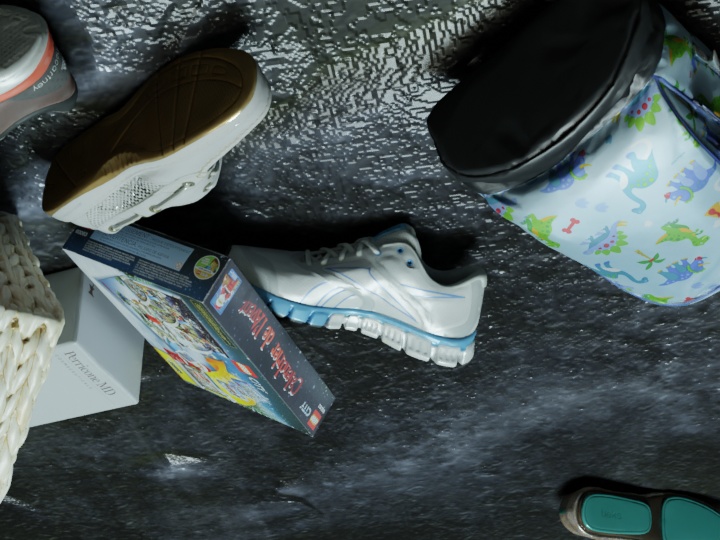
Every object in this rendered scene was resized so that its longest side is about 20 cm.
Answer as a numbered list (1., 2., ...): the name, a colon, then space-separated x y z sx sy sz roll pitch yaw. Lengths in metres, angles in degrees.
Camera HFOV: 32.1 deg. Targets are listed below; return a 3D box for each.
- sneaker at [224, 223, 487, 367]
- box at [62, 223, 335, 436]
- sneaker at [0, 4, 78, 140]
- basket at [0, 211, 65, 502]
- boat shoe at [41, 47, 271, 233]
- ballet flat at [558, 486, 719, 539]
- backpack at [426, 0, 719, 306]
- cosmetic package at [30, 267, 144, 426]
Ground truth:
1. sneaker: 0.000 0.000 0.913 0.198 0.075 0.087 15 109 -11
2. box: -0.114 0.041 0.920 0.136 0.038 0.200 18 156 32
3. sneaker: -0.262 -0.091 0.756 0.198 0.078 0.082 -12 150 15
4. basket: -0.306 0.055 0.804 0.160 0.198 0.201 13 107 -29
5. boat shoe: -0.118 -0.076 0.790 0.199 0.071 0.069 -21 142 39
6. ballet flat: 0.293 0.260 1.290 0.199 0.069 0.067 18 160 -17
7. backpack: 0.170 -0.067 0.767 0.163 0.155 0.199 -36 146 29
8. cosmetic package: -0.282 0.072 0.982 0.198 0.072 0.102 -14 143 15
